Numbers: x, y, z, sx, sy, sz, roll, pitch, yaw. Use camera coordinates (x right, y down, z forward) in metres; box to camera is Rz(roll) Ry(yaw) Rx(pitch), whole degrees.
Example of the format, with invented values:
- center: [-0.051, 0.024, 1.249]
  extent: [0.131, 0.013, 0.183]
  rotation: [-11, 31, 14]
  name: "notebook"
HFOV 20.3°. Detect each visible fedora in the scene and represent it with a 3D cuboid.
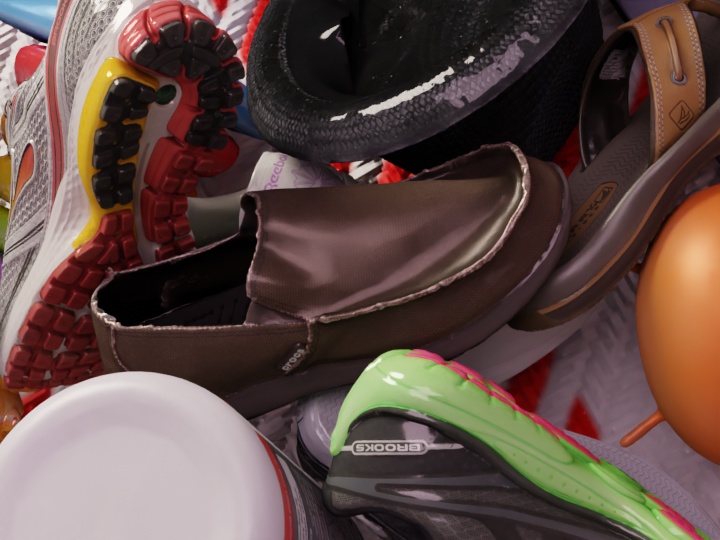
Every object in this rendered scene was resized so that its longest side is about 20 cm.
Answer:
- center: [0.046, -0.097, 0.843]
  extent: [0.200, 0.092, 0.201]
  rotation: [-25, 36, 20]
  name: "fedora"

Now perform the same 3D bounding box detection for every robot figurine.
- center: [0.192, 0.013, 0.766]
  extent: [0.198, 0.145, 0.117]
  rotation: [-10, 29, 13]
  name: "robot figurine"

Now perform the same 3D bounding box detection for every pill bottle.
- center: [-0.057, 0.120, 0.753]
  extent: [0.115, 0.200, 0.117]
  rotation: [-6, 69, 14]
  name: "pill bottle"

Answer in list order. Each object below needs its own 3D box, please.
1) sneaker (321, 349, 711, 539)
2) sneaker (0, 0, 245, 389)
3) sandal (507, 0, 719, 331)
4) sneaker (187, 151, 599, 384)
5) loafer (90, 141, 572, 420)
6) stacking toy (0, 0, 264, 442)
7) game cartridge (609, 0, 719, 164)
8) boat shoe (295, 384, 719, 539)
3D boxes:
- center: [0.072, 0.109, 0.729]
  extent: [0.199, 0.077, 0.084]
  rotation: [35, 94, -1]
  name: "sneaker"
- center: [-0.104, -0.034, 0.804]
  extent: [0.082, 0.077, 0.201]
  rotation: [51, 131, 37]
  name: "sneaker"
- center: [0.109, -0.064, 0.791]
  extent: [0.055, 0.082, 0.200]
  rotation: [44, 77, -16]
  name: "sandal"
- center: [0.000, 0.000, 0.833]
  extent: [0.198, 0.100, 0.075]
  rotation: [-2, 38, 15]
  name: "sneaker"
- center: [-0.016, 0.003, 0.756]
  extent: [0.199, 0.071, 0.073]
  rotation: [-25, 40, 10]
  name: "loafer"
- center: [-0.131, -0.011, 0.889]
  extent: [0.116, 0.110, 0.201]
  rotation: [23, 89, 38]
  name: "stacking toy"
- center: [0.161, -0.160, 0.886]
  extent: [0.129, 0.038, 0.201]
  rotation: [-33, 65, 7]
  name: "game cartridge"
- center: [0.064, 0.097, 0.800]
  extent: [0.199, 0.071, 0.072]
  rotation: [32, 68, 5]
  name: "boat shoe"
